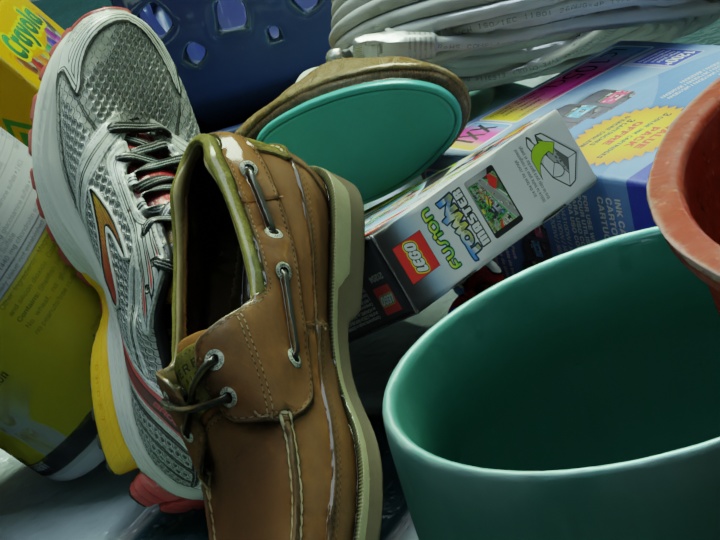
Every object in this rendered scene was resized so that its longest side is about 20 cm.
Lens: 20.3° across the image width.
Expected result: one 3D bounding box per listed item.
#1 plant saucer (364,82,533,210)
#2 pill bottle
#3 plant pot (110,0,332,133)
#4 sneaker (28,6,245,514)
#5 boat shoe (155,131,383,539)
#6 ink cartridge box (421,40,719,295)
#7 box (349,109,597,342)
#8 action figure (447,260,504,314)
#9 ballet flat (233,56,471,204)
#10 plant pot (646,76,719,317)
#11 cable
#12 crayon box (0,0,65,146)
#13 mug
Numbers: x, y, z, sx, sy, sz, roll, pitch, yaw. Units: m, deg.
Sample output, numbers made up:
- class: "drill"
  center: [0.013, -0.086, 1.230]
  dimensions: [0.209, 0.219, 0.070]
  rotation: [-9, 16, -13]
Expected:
- class: "plant saucer"
  center: [0.027, -0.064, 1.074]
  dimensions: [0.199, 0.039, 0.201]
  rotation: [-16, 21, 6]
- class: "pill bottle"
  center: [-0.174, -0.008, 0.844]
  dimensions: [0.112, 0.199, 0.112]
  rotation: [-47, 19, 21]
- class: "plant pot"
  center: [-0.044, -0.178, 1.225]
  dimensions: [0.198, 0.181, 0.200]
  rotation: [-18, 20, 6]
- class: "sneaker"
  center: [-0.071, -0.011, 0.793]
  dimensions: [0.077, 0.202, 0.082]
  rotation: [-10, -12, -36]
- class: "boat shoe"
  center: [-0.040, 0.043, 0.695]
  dimensions: [0.072, 0.068, 0.202]
  rotation: [-36, 44, 35]
- class: "ink cartridge box"
  center: [0.139, -0.037, 0.856]
  dimensions: [0.136, 0.077, 0.199]
  rotation: [-30, 24, -28]
- class: "box"
  center: [0.000, 0.000, 0.842]
  dimensions: [0.110, 0.035, 0.200]
  rotation: [-35, 5, -34]
- class: "action figure"
  center: [0.053, 0.038, 0.783]
  dimensions: [0.065, 0.052, 0.200]
  rotation: [-20, 18, 7]
- class: "ballet flat"
  center: [-0.034, -0.049, 0.913]
  dimensions: [0.199, 0.068, 0.073]
  rotation: [-35, 27, 27]
- class: "plant pot"
  center: [0.180, 0.047, 0.422]
  dimensions: [0.199, 0.197, 0.201]
  rotation: [-16, 22, 7]
- class: "cable"
  center: [0.081, -0.135, 0.984]
  dimensions: [0.198, 0.070, 0.200]
  rotation: [-11, -3, 4]
- class: "crayon box"
  center: [-0.149, -0.072, 1.022]
  dimensions: [0.051, 0.200, 0.127]
  rotation: [-47, 16, 13]
- class: "mug"
  center: [0.106, 0.067, 0.557]
  dimensions: [0.184, 0.115, 0.152]
  rotation: [0, 27, 40]
